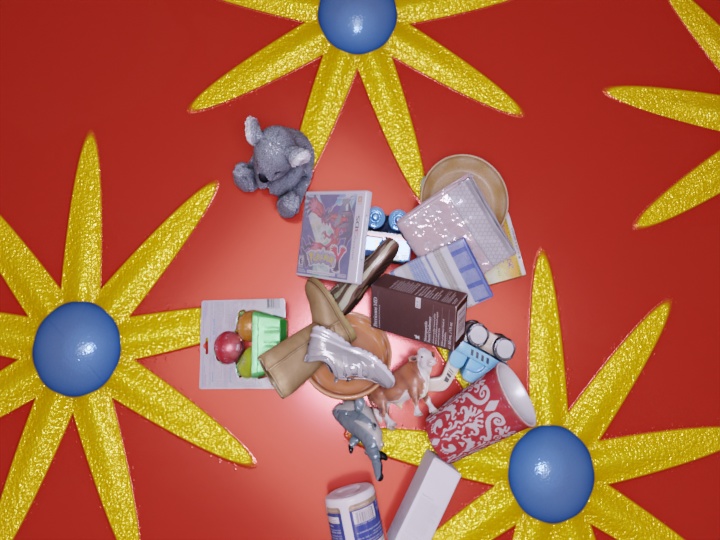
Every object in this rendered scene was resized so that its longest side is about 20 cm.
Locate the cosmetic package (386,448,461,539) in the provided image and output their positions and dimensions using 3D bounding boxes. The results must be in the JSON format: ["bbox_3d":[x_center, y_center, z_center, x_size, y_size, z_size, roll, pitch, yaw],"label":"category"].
[{"bbox_3d":[0.129,0.488,1.146,0.072,0.102,0.204,29,84,2],"label":"cosmetic package"}]

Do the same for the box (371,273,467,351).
[{"bbox_3d":[0.119,0.083,1.146,0.194,0.074,0.104,13,116,30],"label":"box"}]

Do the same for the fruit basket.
[{"bbox_3d":[-0.253,0.159,1.194,0.192,0.094,0.193,-3,82,14],"label":"fruit basket"}]

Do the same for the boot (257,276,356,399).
[{"bbox_3d":[-0.126,0.130,1.136,0.197,0.067,0.177,-33,72,-22],"label":"boot"}]

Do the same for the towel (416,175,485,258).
[{"bbox_3d":[0.200,-0.106,1.235,0.146,0.023,0.208,7,78,1],"label":"towel"}]

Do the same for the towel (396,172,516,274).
[{"bbox_3d":[0.200,-0.068,1.156,0.188,0.032,0.203,-31,103,22],"label":"towel"}]

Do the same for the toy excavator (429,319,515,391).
[{"bbox_3d":[0.214,0.204,1.194,0.189,0.100,0.206,26,91,3],"label":"toy excavator"}]

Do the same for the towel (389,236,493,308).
[{"bbox_3d":[0.168,0.029,1.173,0.196,0.024,0.150,-25,103,31],"label":"towel"}]

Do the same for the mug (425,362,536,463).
[{"bbox_3d":[0.252,0.308,1.140,0.198,0.176,0.136,-37,44,24],"label":"mug"}]

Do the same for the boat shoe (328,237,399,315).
[{"bbox_3d":[-0.002,0.000,1.173,0.075,0.074,0.204,44,106,16],"label":"boat shoe"}]

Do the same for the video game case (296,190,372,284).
[{"bbox_3d":[-0.060,-0.074,1.174,0.023,0.196,0.190,7,89,-44],"label":"video game case"}]

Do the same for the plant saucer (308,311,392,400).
[{"bbox_3d":[-0.030,0.183,1.175,0.192,0.038,0.206,0,53,0],"label":"plant saucer"}]

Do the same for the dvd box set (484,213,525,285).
[{"bbox_3d":[0.261,-0.034,1.250,0.193,0.029,0.152,-14,82,-3],"label":"dvd box set"}]

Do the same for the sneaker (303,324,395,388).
[{"bbox_3d":[-0.023,0.189,1.095,0.195,0.075,0.084,29,77,-3],"label":"sneaker"}]

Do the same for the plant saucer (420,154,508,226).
[{"bbox_3d":[0.225,-0.151,1.215,0.192,0.036,0.209,0,79,-2],"label":"plant saucer"}]

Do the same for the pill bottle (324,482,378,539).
[{"bbox_3d":[-0.003,0.554,1.127,0.107,0.111,0.208,-12,83,-3],"label":"pill bottle"}]

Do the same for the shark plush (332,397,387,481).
[{"bbox_3d":[0.007,0.347,1.139,0.082,0.092,0.203,-30,53,-2],"label":"shark plush"}]

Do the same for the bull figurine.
[{"bbox_3d":[0.095,0.248,1.148,0.198,0.064,0.125,-33,62,33],"label":"bull figurine"}]

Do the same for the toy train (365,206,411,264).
[{"bbox_3d":[0.028,-0.079,1.223,0.192,0.087,0.119,6,88,-1],"label":"toy train"}]

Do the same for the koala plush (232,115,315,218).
[{"bbox_3d":[-0.178,-0.245,1.178,0.174,0.200,0.188,30,82,3],"label":"koala plush"}]
